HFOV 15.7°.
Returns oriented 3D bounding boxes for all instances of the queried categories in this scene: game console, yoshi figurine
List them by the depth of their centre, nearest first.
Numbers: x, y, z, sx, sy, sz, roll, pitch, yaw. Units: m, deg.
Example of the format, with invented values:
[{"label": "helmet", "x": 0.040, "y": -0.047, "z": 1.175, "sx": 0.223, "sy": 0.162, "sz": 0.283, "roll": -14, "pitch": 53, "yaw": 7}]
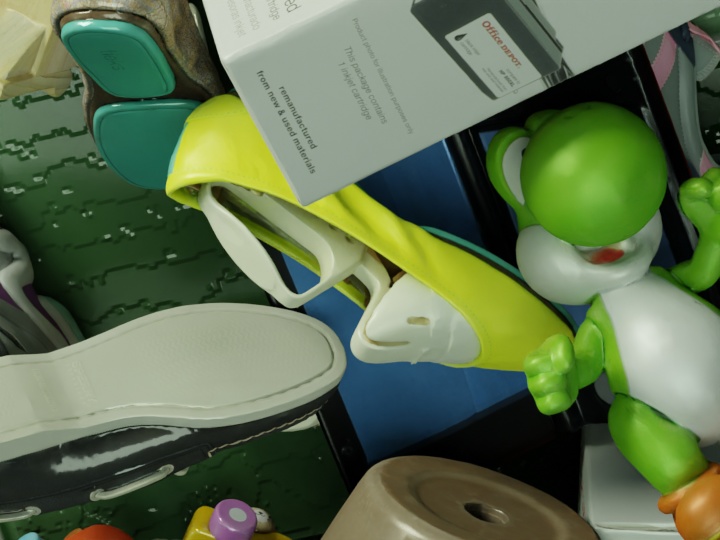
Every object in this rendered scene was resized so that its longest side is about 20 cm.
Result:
[{"label": "yoshi figurine", "x": 0.119, "y": 0.010, "z": 1.083, "sx": 0.112, "sy": 0.112, "sz": 0.200, "roll": -44, "pitch": 72, "yaw": 35}, {"label": "game console", "x": 0.061, "y": 0.003, "z": 1.182, "sx": 0.172, "sy": 0.119, "sz": 0.200, "roll": -5, "pitch": 114, "yaw": 45}]

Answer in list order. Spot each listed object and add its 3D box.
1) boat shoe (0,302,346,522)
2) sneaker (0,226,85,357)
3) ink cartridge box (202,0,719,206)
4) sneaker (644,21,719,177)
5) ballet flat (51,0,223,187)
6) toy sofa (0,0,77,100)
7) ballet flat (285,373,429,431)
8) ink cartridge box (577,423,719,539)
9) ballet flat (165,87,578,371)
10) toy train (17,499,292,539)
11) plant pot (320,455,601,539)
[{"label": "boat shoe", "x": -0.104, "y": 0.068, "z": 1.172, "sx": 0.200, "sy": 0.074, "sz": 0.060, "roll": -14, "pitch": 134, "yaw": -15}, {"label": "sneaker", "x": -0.199, "y": 0.014, "z": 1.219, "sx": 0.078, "sy": 0.140, "sz": 0.200, "roll": -35, "pitch": 108, "yaw": 14}, {"label": "ink cartridge box", "x": 0.037, "y": -0.134, "z": 1.075, "sx": 0.200, "sy": 0.145, "sz": 0.084, "roll": -26, "pitch": 125, "yaw": 4}, {"label": "sneaker", "x": 0.120, "y": -0.113, "z": 1.211, "sx": 0.082, "sy": 0.070, "sz": 0.200, "roll": -22, "pitch": 113, "yaw": -10}, {"label": "ballet flat", "x": -0.094, "y": -0.100, "z": 1.172, "sx": 0.068, "sy": 0.200, "sz": 0.067, "roll": 2, "pitch": 71, "yaw": 2}, {"label": "toy sofa", "x": -0.139, "y": -0.183, "z": 1.179, "sx": 0.083, "sy": 0.098, "sz": 0.200, "roll": 30, "pitch": 112, "yaw": 16}, {"label": "ballet flat", "x": 0.006, "y": 0.052, "z": 1.272, "sx": 0.200, "sy": 0.067, "sz": 0.068, "roll": -9, "pitch": 112, "yaw": 5}, {"label": "ink cartridge box", "x": 0.146, "y": 0.178, "z": 1.279, "sx": 0.083, "sy": 0.146, "sz": 0.200, "roll": 1, "pitch": 112, "yaw": 3}, {"label": "ballet flat", "x": 0.000, "y": 0.000, "z": 1.141, "sx": 0.200, "sy": 0.067, "sz": 0.067, "roll": 36, "pitch": 149, "yaw": -2}, {"label": "toy train", "x": -0.076, "y": 0.177, "z": 1.337, "sx": 0.150, "sy": 0.056, "sz": 0.200, "roll": -35, "pitch": 112, "yaw": 29}, {"label": "plant pot", "x": 0.032, "y": 0.183, "z": 1.178, "sx": 0.200, "sy": 0.200, "sz": 0.175, "roll": 16, "pitch": 105, "yaw": -6}]
